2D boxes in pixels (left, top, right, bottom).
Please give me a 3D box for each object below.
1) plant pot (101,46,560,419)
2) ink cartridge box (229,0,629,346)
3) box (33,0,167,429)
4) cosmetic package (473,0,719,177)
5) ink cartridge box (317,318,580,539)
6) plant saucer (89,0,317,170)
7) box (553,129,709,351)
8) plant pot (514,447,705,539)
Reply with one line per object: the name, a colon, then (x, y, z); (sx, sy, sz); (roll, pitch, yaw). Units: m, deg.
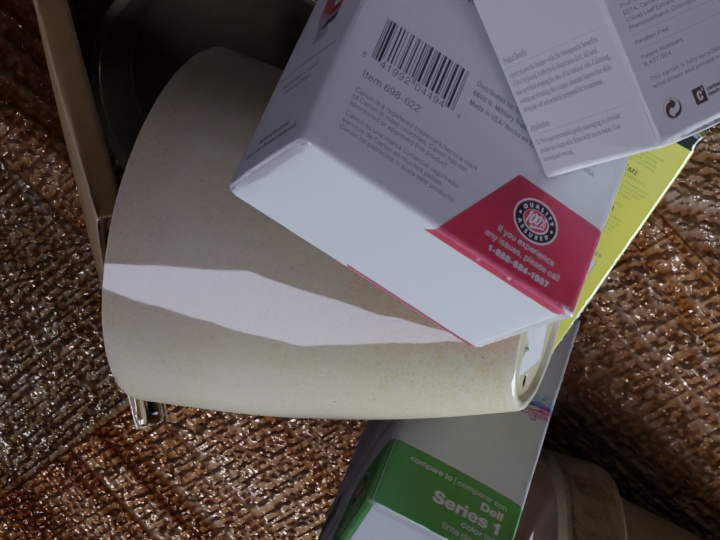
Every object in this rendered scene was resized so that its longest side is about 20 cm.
plant pot: (0.000, 0.000, 0.929); (0.198, 0.188, 0.189); (14, 132, 16)
ink cartridge box: (0.051, -0.091, 0.824); (0.144, 0.201, 0.083); (32, 155, -17)
box: (-0.144, -0.039, 1.008); (0.021, 0.201, 0.164); (-13, 137, -8)
cosmetic package: (0.089, -0.149, 0.735); (0.202, 0.084, 0.107); (68, 161, -5)
ink cartridge box: (0.042, 0.114, 1.039); (0.083, 0.201, 0.145); (27, 134, -3)
plant saucer: (-0.059, -0.090, 1.035); (0.198, 0.030, 0.202); (13, 131, 16)
box: (0.123, -0.034, 0.963); (0.050, 0.075, 0.201); (30, 135, 2)
plant pot: (0.163, 0.221, 1.100); (0.173, 0.201, 0.201); (13, 135, -10)
